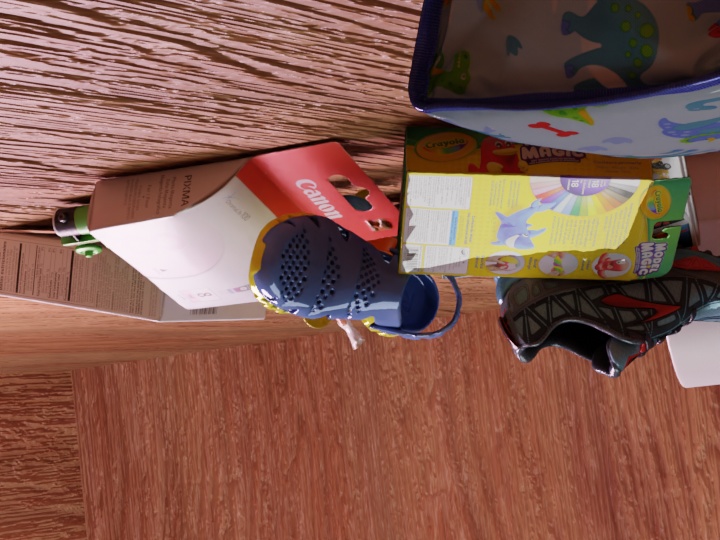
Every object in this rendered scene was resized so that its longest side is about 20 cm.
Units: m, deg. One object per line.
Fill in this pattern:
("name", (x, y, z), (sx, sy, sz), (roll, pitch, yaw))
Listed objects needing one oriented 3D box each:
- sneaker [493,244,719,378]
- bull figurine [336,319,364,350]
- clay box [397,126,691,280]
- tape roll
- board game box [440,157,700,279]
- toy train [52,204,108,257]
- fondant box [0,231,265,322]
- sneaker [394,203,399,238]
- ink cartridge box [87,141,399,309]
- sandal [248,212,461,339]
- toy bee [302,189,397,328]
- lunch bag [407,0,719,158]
("sneaker", (0.198, 0.039, 1.560), (0.199, 0.096, 0.079), (1, 152, -3))
("bull figurine", (-0.016, 0.006, 2.055), (0.065, 0.122, 0.200), (-42, 180, -19))
("clay box", (0.128, -0.046, 1.491), (0.199, 0.048, 0.115), (1, 141, -2))
("tape roll", (0.285, -0.008, 1.706), (0.070, 0.204, 0.202), (-6, 176, 15))
("board game box", (0.143, -0.055, 1.545), (0.199, 0.035, 0.127), (-7, 139, 12))
("toy train", (-0.154, -0.045, 1.647), (0.199, 0.042, 0.056), (-9, 165, 23))
("fondant box", (-0.198, 0.004, 1.805), (0.199, 0.059, 0.144), (9, -175, 35))
("sneaker", (0.018, -0.036, 1.867), (0.199, 0.075, 0.115), (-16, 176, -32))
("ink cartridge box", (-0.080, -0.029, 1.574), (0.199, 0.057, 0.163), (-4, 156, 24))
("sandal", (0.003, 0.007, 1.544), (0.199, 0.080, 0.087), (12, -179, -44))
("toy bee", (0.000, 0.000, 1.755), (0.200, 0.131, 0.109), (32, 160, 44))
("lunch bag", (0.141, -0.106, 0.761), (0.199, 0.128, 0.170), (2, -179, 35))
